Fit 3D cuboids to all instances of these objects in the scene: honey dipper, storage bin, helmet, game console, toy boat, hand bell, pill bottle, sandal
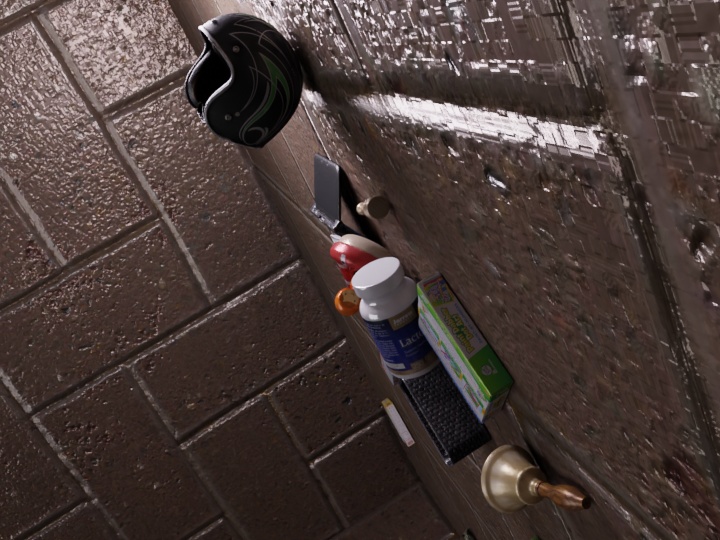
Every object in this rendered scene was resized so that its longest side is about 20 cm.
[{"bbox_3d":[0.013,-0.107,1.252,0.038,0.038,0.200,61,175,-8],"label":"honey dipper"},{"bbox_3d":[0.168,0.284,1.488,0.201,0.093,0.135,59,173,16],"label":"storage bin"},{"bbox_3d":[-0.191,-0.322,1.221,0.198,0.192,0.200,26,-163,-9],"label":"helmet"},{"bbox_3d":[-0.030,-0.136,1.507,0.175,0.117,0.200,30,-174,-23],"label":"game console"},{"bbox_3d":[-0.001,0.029,1.402,0.129,0.131,0.201,21,150,34],"label":"toy boat"},{"bbox_3d":[0.267,0.316,1.058,0.105,0.103,0.200,60,160,-4],"label":"hand bell"},{"bbox_3d":[0.066,0.084,1.313,0.202,0.115,0.116,63,172,-24],"label":"pill bottle"},{"bbox_3d":[0.433,1.094,2.952,0.080,0.057,0.201,57,172,22],"label":"sandal"}]

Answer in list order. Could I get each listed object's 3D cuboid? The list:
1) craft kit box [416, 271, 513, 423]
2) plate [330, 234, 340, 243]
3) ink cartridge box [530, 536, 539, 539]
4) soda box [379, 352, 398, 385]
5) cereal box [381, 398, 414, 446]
[{"bbox_3d":[0.156,0.125,1.145,0.201,0.048,0.198,58,175,21],"label":"craft kit box"},{"bbox_3d":[0.000,0.000,1.775,0.201,0.032,0.200,63,173,-10],"label":"plate"},{"bbox_3d":[0.395,0.661,1.463,0.202,0.075,0.148,60,172,-11],"label":"ink cartridge box"},{"bbox_3d":[0.095,0.245,1.952,0.069,0.063,0.200,57,173,20],"label":"soda box"},{"bbox_3d":[0.164,0.663,3.203,0.202,0.039,0.144,60,173,-3],"label":"cereal box"}]
